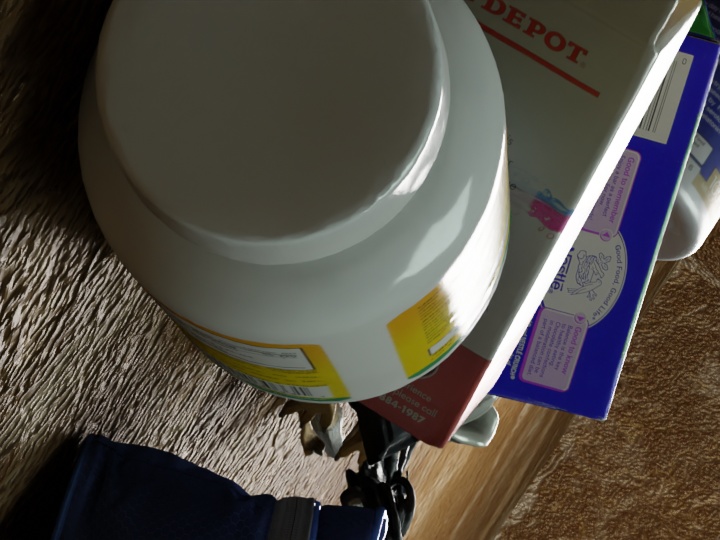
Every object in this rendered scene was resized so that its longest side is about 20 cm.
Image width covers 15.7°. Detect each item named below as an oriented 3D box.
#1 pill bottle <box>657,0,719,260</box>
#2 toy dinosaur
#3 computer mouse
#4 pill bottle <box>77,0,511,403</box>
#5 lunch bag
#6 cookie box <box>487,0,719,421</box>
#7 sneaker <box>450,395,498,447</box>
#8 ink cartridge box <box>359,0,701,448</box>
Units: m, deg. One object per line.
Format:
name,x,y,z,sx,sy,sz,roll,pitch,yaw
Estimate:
pill bottle,0.206,-0.117,1.628,0.200,0.119,0.120,-55,171,-22
toy dinosaur,-0.003,0.029,1.224,0.107,0.060,0.200,-86,-162,-44
computer mouse,0.012,0.025,1.132,0.138,0.052,0.201,-68,170,-89
pill bottle,-0.016,-0.030,0.710,0.113,0.113,0.200,-58,171,-6
lunch bag,-0.056,0.160,0.955,0.200,0.132,0.136,104,1,-64
cookie box,0.095,-0.050,1.151,0.200,0.075,0.172,-79,-176,-73
sneaker,0.046,0.028,1.353,0.076,0.080,0.200,-53,167,-21
ink cartridge box,0.030,-0.059,0.846,0.200,0.116,0.067,-62,171,26
